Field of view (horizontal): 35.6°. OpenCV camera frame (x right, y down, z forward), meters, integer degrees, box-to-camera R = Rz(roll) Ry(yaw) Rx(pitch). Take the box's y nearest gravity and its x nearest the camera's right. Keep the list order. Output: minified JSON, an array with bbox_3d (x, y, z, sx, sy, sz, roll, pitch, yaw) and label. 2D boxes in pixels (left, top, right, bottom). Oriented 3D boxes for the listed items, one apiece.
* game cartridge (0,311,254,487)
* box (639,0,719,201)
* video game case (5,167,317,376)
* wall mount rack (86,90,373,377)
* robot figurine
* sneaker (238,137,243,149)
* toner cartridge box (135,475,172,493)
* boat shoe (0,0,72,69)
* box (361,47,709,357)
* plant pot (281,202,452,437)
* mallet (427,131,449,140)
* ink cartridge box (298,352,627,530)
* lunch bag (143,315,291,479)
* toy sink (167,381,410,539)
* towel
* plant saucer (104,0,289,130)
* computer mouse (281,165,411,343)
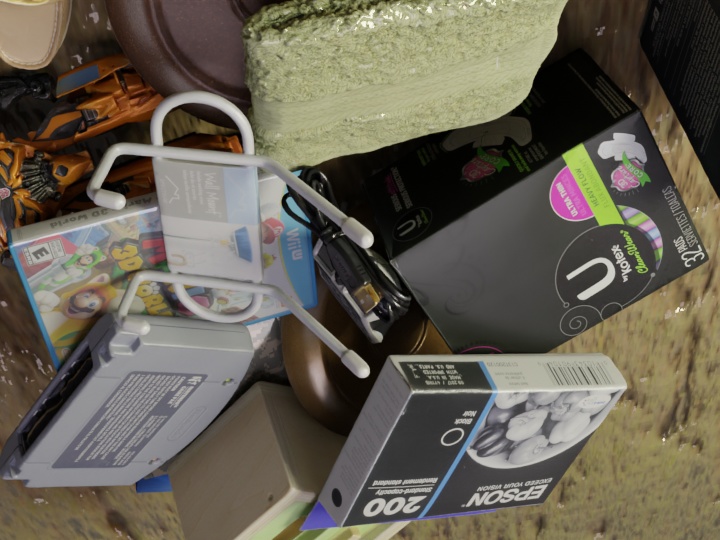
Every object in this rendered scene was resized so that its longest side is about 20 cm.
[{"bbox_3d":[-0.171,0.101,0.844,0.133,0.041,0.200,12,135,-39],"label":"game cartridge"},{"bbox_3d":[0.298,-0.138,0.751,0.147,0.201,0.107,-6,140,-7],"label":"box"},{"bbox_3d":[-0.131,0.001,0.789,0.199,0.018,0.144,-16,138,-11],"label":"video game case"},{"bbox_3d":[-0.074,-0.009,0.701,0.173,0.075,0.201,7,137,6],"label":"wall mount rack"},{"bbox_3d":[-0.186,-0.078,0.771,0.199,0.058,0.146,-22,102,0],"label":"robot figurine"},{"bbox_3d":[-0.143,-0.042,0.855,0.200,0.098,0.071,-43,138,-1],"label":"sneaker"},{"bbox_3d":[-0.127,0.181,1.142,0.199,0.043,0.095,0,140,-15],"label":"toner cartridge box"},{"bbox_3d":[-0.208,-0.192,0.660,0.073,0.069,0.201,-3,139,-11],"label":"boat shoe"},{"bbox_3d":[0.127,-0.037,0.840,0.199,0.125,0.149,-30,122,8],"label":"box"},{"bbox_3d":[0.025,0.044,0.925,0.199,0.201,0.027,26,172,-37],"label":"plant pot"},{"bbox_3d":[0.024,-0.156,0.793,0.065,0.041,0.200,-15,144,2],"label":"mallet"},{"bbox_3d":[0.075,0.144,0.853,0.197,0.044,0.201,1,132,-30],"label":"ink cartridge box"},{"bbox_3d":[-0.134,0.077,0.959,0.163,0.118,0.200,-12,145,-5],"label":"lunch bag"},{"bbox_3d":[-0.039,0.191,0.958,0.199,0.112,0.130,19,127,-45],"label":"toy sink"},{"bbox_3d":[0.026,-0.123,0.676,0.199,0.037,0.149,-14,154,-11],"label":"towel"},{"bbox_3d":[-0.060,-0.174,0.690,0.199,0.037,0.202,-3,117,-6],"label":"plant saucer"},{"bbox_3d":[0.000,0.000,0.780,0.044,0.110,0.200,-39,168,-5],"label":"computer mouse"}]
